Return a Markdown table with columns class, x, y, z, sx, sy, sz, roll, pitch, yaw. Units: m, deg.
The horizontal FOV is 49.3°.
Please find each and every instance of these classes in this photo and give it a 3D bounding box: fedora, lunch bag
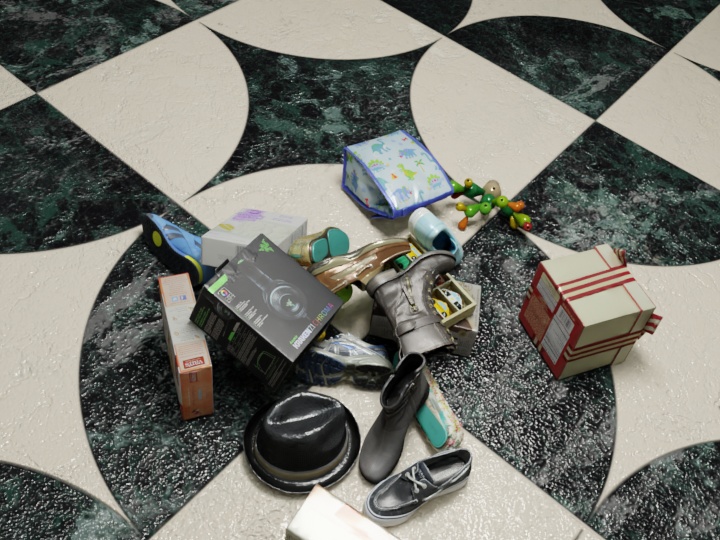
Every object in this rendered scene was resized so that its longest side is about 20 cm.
| class | x | y | z | sx | sy | sz | roll | pitch | yaw |
| --- | --- | --- | --- | --- | --- | --- | --- | --- | --- |
| fedora | -0.091 | 0.255 | 1.262 | 0.195 | 0.093 | 0.204 | 5 | 48 | -5 |
| lunch bag | 0.078 | -0.191 | 1.675 | 0.167 | 0.130 | 0.200 | -23 | 46 | -28 |

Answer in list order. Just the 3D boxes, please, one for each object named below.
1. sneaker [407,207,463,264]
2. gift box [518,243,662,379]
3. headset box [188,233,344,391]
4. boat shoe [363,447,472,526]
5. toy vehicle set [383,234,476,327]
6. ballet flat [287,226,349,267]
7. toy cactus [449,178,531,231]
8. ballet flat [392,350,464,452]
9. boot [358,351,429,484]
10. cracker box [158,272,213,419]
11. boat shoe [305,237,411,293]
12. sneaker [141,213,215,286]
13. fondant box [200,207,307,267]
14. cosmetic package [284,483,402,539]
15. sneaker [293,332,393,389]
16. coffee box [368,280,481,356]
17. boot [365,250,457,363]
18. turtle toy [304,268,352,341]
| class | x | y | z | sx | sy | sz | roll | pitch | yaw |
| --- | --- | --- | --- | --- | --- | --- | --- | --- | --- |
| sneaker | 0.160 | -0.043 | 1.526 | 0.074 | 0.199 | 0.082 | -47 | 53 | 7 |
| gift box | 0.431 | 0.071 | 1.455 | 0.183 | 0.202 | 0.187 | -11 | 55 | -21 |
| headset box | -0.156 | 0.060 | 1.286 | 0.199 | 0.093 | 0.174 | 39 | 43 | 4 |
| boat shoe | 0.094 | 0.335 | 1.240 | 0.196 | 0.069 | 0.072 | -16 | 52 | -22 |
| toy vehicle set | 0.103 | 0.027 | 1.437 | 0.123 | 0.027 | 0.200 | -25 | 57 | -27 |
| ballet flat | -0.083 | -0.046 | 1.521 | 0.070 | 0.072 | 0.199 | 26 | 17 | 14 |
| toy cactus | 0.282 | -0.147 | 1.711 | 0.195 | 0.104 | 0.166 | 16 | 28 | 8 |
| ballet flat | 0.117 | 0.226 | 1.356 | 0.063 | 0.076 | 0.203 | 11 | 43 | -44 |
| boot | 0.045 | 0.231 | 1.250 | 0.068 | 0.132 | 0.203 | 20 | 71 | 18 |
| cracker box | -0.293 | 0.126 | 1.317 | 0.056 | 0.136 | 0.202 | -10 | 50 | -18 |
| boat shoe | 0.000 | 0.000 | 1.398 | 0.196 | 0.076 | 0.075 | -19 | 85 | -13 |
| sneaker | -0.344 | -0.046 | 1.518 | 0.199 | 0.067 | 0.078 | 39 | 41 | 23 |
| fondant box | -0.197 | -0.057 | 1.487 | 0.141 | 0.060 | 0.200 | 9 | 21 | 12 |
| cosmetic package | -0.008 | 0.413 | 1.130 | 0.197 | 0.105 | 0.087 | 30 | 51 | 15 |
| sneaker | -0.039 | 0.153 | 1.390 | 0.195 | 0.078 | 0.086 | 12 | 36 | -9 |
| coffee box | 0.121 | 0.074 | 1.472 | 0.195 | 0.081 | 0.115 | 11 | 48 | 1 |
| boot | 0.116 | 0.068 | 1.351 | 0.196 | 0.070 | 0.176 | -22 | 61 | -20 |
| turtle toy | -0.109 | 0.052 | 1.438 | 0.195 | 0.102 | 0.148 | -9 | 50 | -18 |
